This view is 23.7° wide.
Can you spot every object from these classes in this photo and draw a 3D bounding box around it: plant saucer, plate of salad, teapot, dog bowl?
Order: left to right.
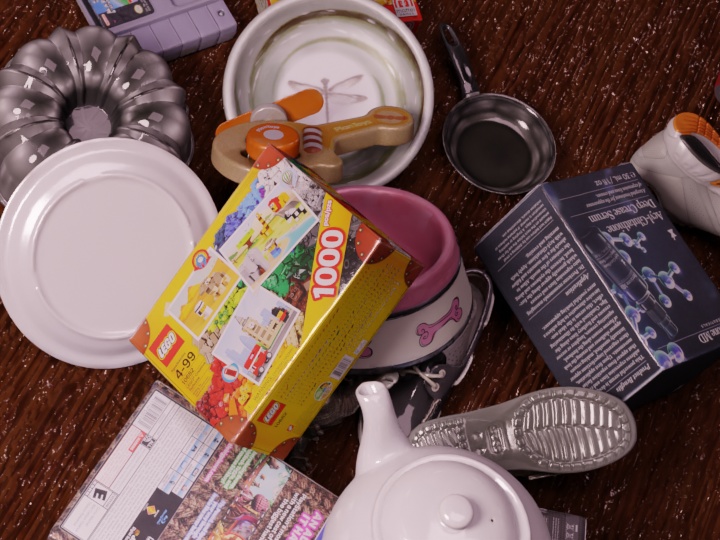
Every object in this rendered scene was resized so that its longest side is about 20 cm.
[{"bbox_3d":[-0.216,-0.015,1.476,0.198,0.048,0.202,-4,102,-19],"label":"plate of salad"},{"bbox_3d":[-0.031,-0.161,1.618,0.198,0.050,0.202,1,80,-6],"label":"plant saucer"},{"bbox_3d":[0.000,0.000,1.498,0.198,0.074,0.201,-1,38,1],"label":"dog bowl"},{"bbox_3d":[0.065,0.214,1.295,0.198,0.146,0.199,16,59,0],"label":"teapot"}]

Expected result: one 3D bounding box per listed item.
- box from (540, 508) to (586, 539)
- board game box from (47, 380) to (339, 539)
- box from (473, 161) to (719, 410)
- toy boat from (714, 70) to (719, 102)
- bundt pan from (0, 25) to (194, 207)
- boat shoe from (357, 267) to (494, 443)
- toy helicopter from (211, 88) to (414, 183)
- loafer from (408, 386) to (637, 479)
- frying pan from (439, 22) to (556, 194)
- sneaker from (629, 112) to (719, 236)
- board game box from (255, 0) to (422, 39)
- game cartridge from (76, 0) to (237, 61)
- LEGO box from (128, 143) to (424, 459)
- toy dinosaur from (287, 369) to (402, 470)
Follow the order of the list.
[{"bbox_3d":[0.106,0.293,1.448,0.159,0.044,0.201,12,61,-9],"label":"box"},{"bbox_3d":[-0.131,0.219,1.389,0.199,0.097,0.160,33,60,2],"label":"board game box"},{"bbox_3d":[0.226,0.019,1.557,0.148,0.107,0.201,-16,68,-47],"label":"box"},{"bbox_3d":[0.435,-0.126,1.721,0.199,0.131,0.131,30,90,2],"label":"toy boat"},{"bbox_3d":[-0.243,-0.131,1.532,0.200,0.076,0.204,4,72,-12],"label":"bundt pan"},{"bbox_3d":[0.062,0.081,1.532,0.074,0.060,0.200,34,60,4],"label":"boat shoe"},{"bbox_3d":[-0.043,-0.118,1.543,0.199,0.079,0.132,-15,36,-29],"label":"toy helicopter"},{"bbox_3d":[0.139,0.144,1.489,0.198,0.070,0.076,-6,82,5],"label":"loafer"},{"bbox_3d":[0.108,-0.146,1.676,0.115,0.031,0.190,-38,75,-28],"label":"frying pan"},{"bbox_3d":[0.344,-0.066,1.683,0.200,0.092,0.076,44,41,-17],"label":"sneaker"},{"bbox_3d":[-0.040,-0.313,1.710,0.150,0.046,0.201,-9,67,-20],"label":"board game box"},{"bbox_3d":[-0.220,-0.291,1.659,0.129,0.038,0.201,-22,71,-28],"label":"game cartridge"},{"bbox_3d":[-0.069,0.026,1.387,0.149,0.077,0.201,40,97,34],"label":"LEGO box"},{"bbox_3d":[-0.065,0.106,1.489,0.198,0.077,0.103,11,45,12],"label":"toy dinosaur"}]
